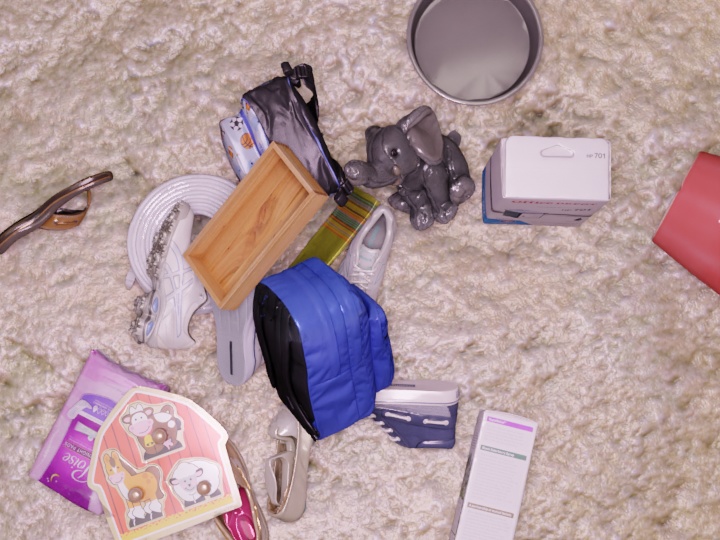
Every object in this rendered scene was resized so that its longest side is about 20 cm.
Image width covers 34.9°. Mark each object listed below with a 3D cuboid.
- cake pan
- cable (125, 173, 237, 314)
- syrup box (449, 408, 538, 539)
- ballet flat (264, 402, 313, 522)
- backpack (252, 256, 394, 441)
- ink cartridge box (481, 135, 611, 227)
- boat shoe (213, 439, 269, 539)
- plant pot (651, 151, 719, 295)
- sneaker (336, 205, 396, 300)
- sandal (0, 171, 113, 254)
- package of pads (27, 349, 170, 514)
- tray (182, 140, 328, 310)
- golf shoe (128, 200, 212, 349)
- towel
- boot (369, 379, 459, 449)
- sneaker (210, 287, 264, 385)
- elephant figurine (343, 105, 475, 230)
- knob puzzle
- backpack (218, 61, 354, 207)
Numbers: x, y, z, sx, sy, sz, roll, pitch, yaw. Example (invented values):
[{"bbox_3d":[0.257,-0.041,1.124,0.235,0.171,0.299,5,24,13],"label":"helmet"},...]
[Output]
[{"bbox_3d":[0.165,-0.334,1.662,0.198,0.037,0.202,0,84,-1],"label":"cake pan"},{"bbox_3d":[-0.230,-0.040,1.608,0.198,0.069,0.202,5,84,0],"label":"cable"},{"bbox_3d":[0.182,0.296,1.576,0.081,0.079,0.202,14,84,1],"label":"syrup box"},{"bbox_3d":[-0.099,0.246,1.577,0.069,0.069,0.202,4,84,-1],"label":"ballet flat"},{"bbox_3d":[-0.051,0.083,1.502,0.167,0.162,0.201,-28,125,-22],"label":"backpack"},{"bbox_3d":[0.249,-0.118,1.559,0.145,0.200,0.087,2,84,0],"label":"ink cartridge box"},{"bbox_3d":[-0.185,0.299,1.574,0.073,0.069,0.201,-30,85,-4],"label":"boat shoe"},{"bbox_3d":[0.512,-0.062,1.574,0.177,0.200,0.201,30,84,13],"label":"plant pot"},{"bbox_3d":[0.000,0.000,1.605,0.070,0.080,0.202,17,85,-1],"label":"sneaker"},{"bbox_3d":[-0.427,-0.075,1.607,0.199,0.082,0.055,-36,102,-6],"label":"sandal"},{"bbox_3d":[-0.360,0.221,1.577,0.120,0.076,0.201,26,84,4],"label":"package of pads"},{"bbox_3d":[-0.135,-0.055,1.458,0.200,0.037,0.099,-49,62,18],"label":"tray"},{"bbox_3d":[-0.243,0.010,1.544,0.097,0.078,0.202,15,88,-19],"label":"golf shoe"},{"bbox_3d":[-0.053,-0.032,1.605,0.018,0.086,0.200,41,85,-28],"label":"towel"},{"bbox_3d":[0.037,0.200,1.591,0.198,0.073,0.091,3,103,10],"label":"boot"},{"bbox_3d":[-0.160,0.057,1.564,0.073,0.071,0.201,18,120,18],"label":"sneaker"},{"bbox_3d":[0.061,-0.158,1.559,0.141,0.155,0.200,-43,130,9],"label":"elephant figurine"},{"bbox_3d":[-0.271,0.250,1.524,0.218,0.030,0.222,0,84,-2],"label":"knob puzzle"},{"bbox_3d":[-0.104,-0.161,1.564,0.153,0.191,0.201,-20,91,2],"label":"backpack"}]
